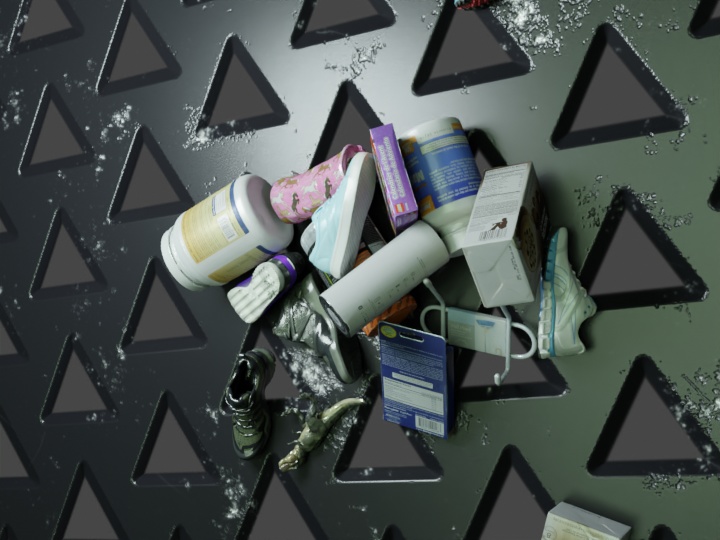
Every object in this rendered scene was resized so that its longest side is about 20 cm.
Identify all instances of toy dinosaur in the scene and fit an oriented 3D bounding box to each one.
[{"bbox_3d":[-0.084,0.256,1.714,0.088,0.047,0.200,45,109,4],"label":"toy dinosaur"}]

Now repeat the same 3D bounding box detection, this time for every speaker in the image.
[{"bbox_3d":[0.038,0.012,1.517,0.200,0.081,0.081,-38,72,-12],"label":"speaker"}]

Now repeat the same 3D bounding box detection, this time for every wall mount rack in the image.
[{"bbox_3d":[0.169,0.085,1.545,0.199,0.075,0.175,11,121,26],"label":"wall mount rack"}]

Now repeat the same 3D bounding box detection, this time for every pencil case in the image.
[{"bbox_3d":[-0.062,-0.141,1.647,0.199,0.082,0.087,-18,89,45],"label":"pencil case"}]

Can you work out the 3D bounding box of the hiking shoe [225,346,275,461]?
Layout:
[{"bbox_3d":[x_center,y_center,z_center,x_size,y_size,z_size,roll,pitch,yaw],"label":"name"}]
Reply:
[{"bbox_3d":[-0.205,0.235,1.743,0.075,0.101,0.202,7,93,27],"label":"hiking shoe"}]

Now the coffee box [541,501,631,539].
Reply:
[{"bbox_3d":[0.319,0.466,1.493,0.114,0.080,0.202,15,97,26],"label":"coffee box"}]

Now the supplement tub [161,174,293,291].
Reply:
[{"bbox_3d":[-0.231,-0.061,1.728,0.199,0.144,0.145,-28,78,24],"label":"supplement tub"}]

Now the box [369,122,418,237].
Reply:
[{"bbox_3d":[0.052,-0.135,1.558,0.039,0.200,0.138,-17,82,0],"label":"box"}]

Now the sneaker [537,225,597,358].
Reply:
[{"bbox_3d":[0.313,0.034,1.508,0.086,0.075,0.202,2,91,7],"label":"sneaker"}]

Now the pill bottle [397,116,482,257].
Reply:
[{"bbox_3d":[0.137,-0.127,1.561,0.112,0.112,0.201,-23,80,25],"label":"pill bottle"}]

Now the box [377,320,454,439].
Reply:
[{"bbox_3d":[0.089,0.168,1.584,0.120,0.032,0.201,14,127,26],"label":"box"}]

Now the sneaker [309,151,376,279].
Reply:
[{"bbox_3d":[-0.036,-0.090,1.529,0.081,0.074,0.201,20,104,20],"label":"sneaker"}]

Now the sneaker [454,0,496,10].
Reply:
[{"bbox_3d":[0.222,-0.482,1.534,0.199,0.079,0.096,-20,80,25],"label":"sneaker"}]

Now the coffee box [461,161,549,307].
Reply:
[{"bbox_3d":[0.216,-0.055,1.460,0.079,0.201,0.114,-9,124,25],"label":"coffee box"}]

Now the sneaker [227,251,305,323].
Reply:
[{"bbox_3d":[-0.153,0.024,1.731,0.070,0.099,0.200,55,143,0],"label":"sneaker"}]

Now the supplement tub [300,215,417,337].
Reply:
[{"bbox_3d":[0.000,0.000,1.626,0.122,0.122,0.201,-38,74,22],"label":"supplement tub"}]

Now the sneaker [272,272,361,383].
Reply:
[{"bbox_3d":[-0.075,0.116,1.693,0.114,0.076,0.200,-36,72,24],"label":"sneaker"}]
